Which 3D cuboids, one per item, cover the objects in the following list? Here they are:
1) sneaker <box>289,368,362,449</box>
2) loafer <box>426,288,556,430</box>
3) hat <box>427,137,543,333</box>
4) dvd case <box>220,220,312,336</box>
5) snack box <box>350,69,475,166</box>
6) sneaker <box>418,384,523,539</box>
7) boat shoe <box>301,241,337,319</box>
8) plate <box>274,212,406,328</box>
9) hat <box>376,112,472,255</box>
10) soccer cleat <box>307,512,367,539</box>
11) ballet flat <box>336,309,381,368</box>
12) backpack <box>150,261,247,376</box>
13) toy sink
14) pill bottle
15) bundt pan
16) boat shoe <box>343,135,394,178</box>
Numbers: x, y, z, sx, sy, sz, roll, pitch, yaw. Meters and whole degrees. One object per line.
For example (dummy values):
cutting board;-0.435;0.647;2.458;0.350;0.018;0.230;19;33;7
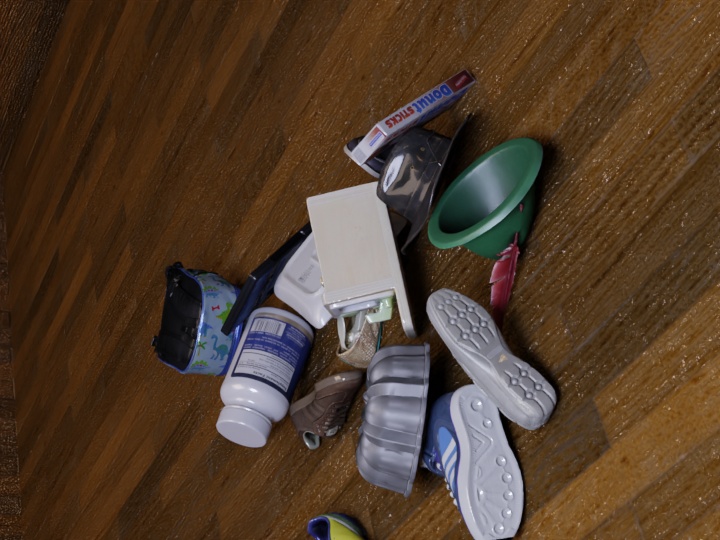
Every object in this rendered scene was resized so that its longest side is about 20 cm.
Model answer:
sneaker;-0.041;0.207;1.855;0.200;0.070;0.076;-43;63;57
loafer;0.146;0.106;1.457;0.200;0.070;0.070;50;151;22
hat;0.193;-0.034;1.515;0.200;0.176;0.166;-36;25;25
dvd case;-0.140;0.007;1.970;0.018;0.200;0.143;37;132;7
snack box;0.070;-0.201;1.618;0.024;0.200;0.072;50;139;5
sneaker;0.127;0.248;1.519;0.147;0.080;0.201;130;133;-61
boat shoe;-0.060;0.029;1.907;0.068;0.071;0.200;-69;27;24
plate;-0.041;-0.025;1.823;0.200;0.032;0.199;-51;28;-3
hat;0.070;-0.125;1.602;0.201;0.081;0.202;25;-90;-89
soccer cleat;-0.011;0.398;1.716;0.200;0.083;0.065;35;114;58
ballet flat;0.003;0.041;1.794;0.070;0.065;0.201;7;89;64
backpack;-0.266;0.095;2.193;0.200;0.146;0.184;22;102;65
toy sink;0.000;0.000;1.675;0.130;0.111;0.201;55;-158;-80
pill bottle;-0.153;0.168;1.937;0.111;0.111;0.201;-34;31;54
bundt pan;0.038;0.186;1.600;0.202;0.075;0.203;-171;90;-88
boat shoe;0.036;-0.172;1.692;0.073;0.200;0.063;42;109;9
